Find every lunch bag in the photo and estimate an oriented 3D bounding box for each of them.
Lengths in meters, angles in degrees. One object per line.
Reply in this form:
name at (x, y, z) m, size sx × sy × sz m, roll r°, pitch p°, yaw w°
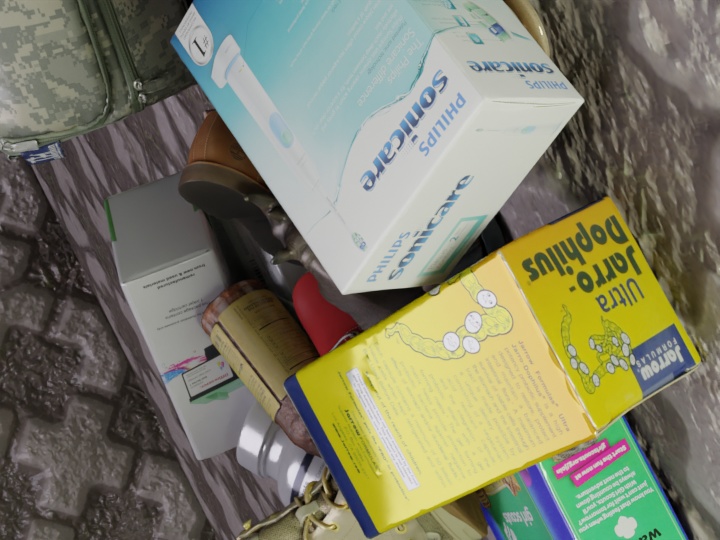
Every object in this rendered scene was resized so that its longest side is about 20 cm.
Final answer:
lunch bag at (-0.224, -0.197, 1.227) m, size 0.139 × 0.167 × 0.200 m, roll 44°, pitch 155°, yaw 55°

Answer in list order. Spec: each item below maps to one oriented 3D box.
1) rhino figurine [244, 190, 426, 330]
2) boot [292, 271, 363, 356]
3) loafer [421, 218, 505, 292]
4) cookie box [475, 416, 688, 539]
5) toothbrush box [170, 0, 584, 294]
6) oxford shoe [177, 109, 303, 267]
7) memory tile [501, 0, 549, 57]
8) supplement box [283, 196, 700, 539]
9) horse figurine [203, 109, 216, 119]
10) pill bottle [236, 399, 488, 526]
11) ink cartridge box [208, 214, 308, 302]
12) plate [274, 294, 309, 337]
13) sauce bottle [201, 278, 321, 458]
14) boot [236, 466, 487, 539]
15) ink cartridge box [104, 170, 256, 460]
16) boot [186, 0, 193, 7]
rhino figurine at (0.000, 0.000, 1.140) m, size 0.200 × 0.060 × 0.088 m, roll 35°, pitch -159°, yaw -26°
boot at (-0.010, 0.069, 1.224) m, size 0.200 × 0.144 × 0.072 m, roll 48°, pitch 116°, yaw 28°
loafer at (0.022, -0.063, 1.140) m, size 0.200 × 0.063 × 0.072 m, roll 51°, pitch 162°, yaw 37°
cookie box at (0.135, 0.150, 1.107) m, size 0.200 × 0.075 × 0.171 m, roll 62°, pitch 165°, yaw 3°
toothbrush box at (0.003, -0.109, 0.908) m, size 0.200 × 0.085 × 0.147 m, roll 55°, pitch 128°, yaw 27°
oxford shoe at (-0.050, -0.053, 1.205) m, size 0.071 × 0.071 × 0.200 m, roll -4°, pitch 155°, yaw 32°
memory tile at (0.045, -0.161, 0.991) m, size 0.154 × 0.017 × 0.200 m, roll 62°, pitch 164°, yaw 2°
supplement box at (0.070, 0.058, 0.950) m, size 0.200 × 0.109 × 0.110 m, roll -33°, pitch 85°, yaw 45°
horse figurine at (-0.057, -0.096, 1.270) m, size 0.200 × 0.050 × 0.133 m, roll 43°, pitch 171°, yaw -4°
pill bottle at (0.005, 0.165, 1.358) m, size 0.200 × 0.116 × 0.116 m, roll 29°, pitch 153°, yaw 18°
ink cartridge box at (-0.074, -0.039, 1.455) m, size 0.145 × 0.084 × 0.200 m, roll 63°, pitch 163°, yaw -3°
plate at (-0.021, 0.078, 1.410) m, size 0.200 × 0.026 × 0.200 m, roll 30°, pitch 168°, yaw 7°
sauce bottle at (-0.046, 0.096, 1.299) m, size 0.200 × 0.066 × 0.066 m, roll 52°, pitch 162°, yaw 21°
boot at (-0.024, 0.153, 1.101) m, size 0.200 × 0.155 × 0.073 m, roll 45°, pitch -159°, yaw -47°
ink cartridge box at (-0.144, 0.039, 1.442) m, size 0.145 × 0.084 × 0.200 m, roll -114°, pitch 4°, yaw -56°
boot at (-0.138, -0.265, 1.294) m, size 0.168 × 0.076 × 0.200 m, roll 40°, pitch 159°, yaw 46°
